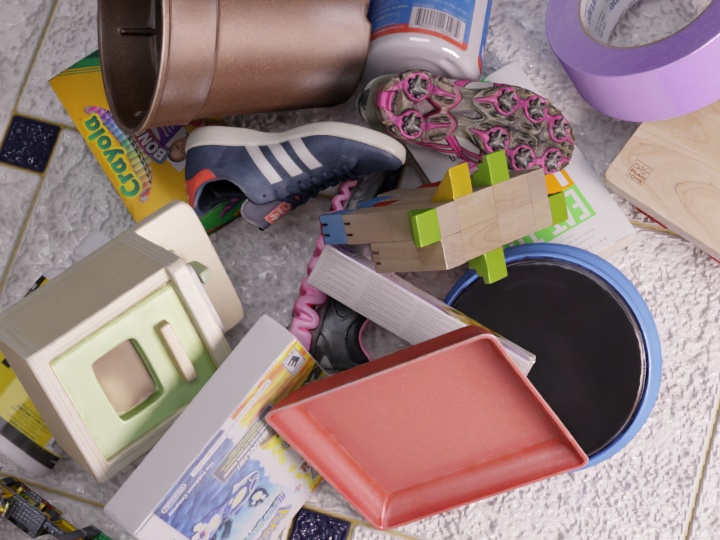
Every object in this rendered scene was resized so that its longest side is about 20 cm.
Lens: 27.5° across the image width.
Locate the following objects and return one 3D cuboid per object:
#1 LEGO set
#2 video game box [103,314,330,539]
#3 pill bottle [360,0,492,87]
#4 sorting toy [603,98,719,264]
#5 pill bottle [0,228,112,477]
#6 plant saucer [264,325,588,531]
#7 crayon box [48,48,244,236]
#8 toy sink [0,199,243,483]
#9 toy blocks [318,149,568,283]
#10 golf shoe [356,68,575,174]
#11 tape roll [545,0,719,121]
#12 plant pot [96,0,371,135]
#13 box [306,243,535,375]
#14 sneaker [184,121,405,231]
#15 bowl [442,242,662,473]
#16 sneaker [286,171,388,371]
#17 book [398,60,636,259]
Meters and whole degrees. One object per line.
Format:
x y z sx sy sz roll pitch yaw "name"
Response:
-0.287 0.259 1.218 0.200 0.116 0.154 40 98 12 "LEGO set"
-0.095 0.158 1.211 0.047 0.182 0.200 34 80 30 "video game box"
0.066 -0.251 1.342 0.112 0.112 0.200 8 60 7 "pill bottle"
0.351 -0.094 1.301 0.200 0.070 0.199 35 80 14 "sorting toy"
-0.260 0.070 1.287 0.114 0.114 0.200 35 79 13 "pill bottle"
0.056 0.124 1.189 0.200 0.200 0.037 -22 44 19 "plant saucer"
-0.187 -0.121 1.363 0.119 0.058 0.200 -33 74 -5 "crayon box"
-0.176 0.053 1.198 0.200 0.131 0.112 -35 29 -20 "toy sink"
0.060 -0.042 1.232 0.136 0.200 0.100 -2 103 42 "toy blocks"
0.093 -0.133 1.283 0.200 0.092 0.073 14 91 -22 "golf shoe"
0.267 -0.230 1.300 0.200 0.066 0.200 -19 49 23 "tape roll"
-0.109 -0.219 1.281 0.198 0.200 0.201 -3 71 -26 "plant pot"
0.051 0.041 1.231 0.200 0.039 0.042 29 101 11 "box"
-0.059 -0.076 1.268 0.199 0.075 0.085 -1 72 20 "sneaker"
0.154 0.077 1.248 0.200 0.039 0.201 1 95 15 "bowl"
0.000 0.000 1.311 0.095 0.079 0.200 18 83 1 "sneaker"
0.139 -0.077 1.332 0.133 0.048 0.200 -31 70 -5 "book"
